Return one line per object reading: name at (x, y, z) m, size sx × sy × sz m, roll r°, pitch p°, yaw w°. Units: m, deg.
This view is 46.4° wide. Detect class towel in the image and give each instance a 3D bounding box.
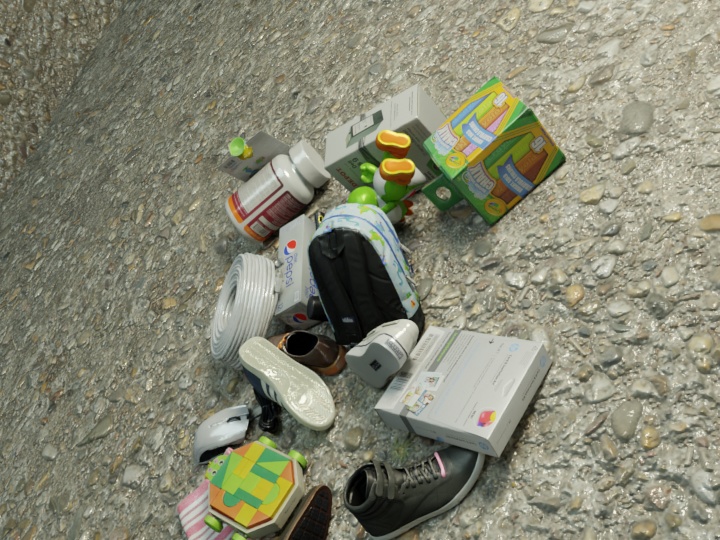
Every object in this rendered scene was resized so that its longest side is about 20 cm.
towel at (-0.216, 0.391, 1.310) m, size 0.147 × 0.030 × 0.200 m, roll -48°, pitch 38°, yaw 5°

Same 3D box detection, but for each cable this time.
cable at (-0.207, 0.070, 1.475) m, size 0.199 × 0.068 × 0.204 m, roll -11°, pitch 64°, yaw 67°

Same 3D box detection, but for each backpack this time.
backpack at (0.000, 0.000, 1.267) m, size 0.161 × 0.201 × 0.155 m, roll -10°, pitch 41°, yaw 32°

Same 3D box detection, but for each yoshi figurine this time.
yoshi figurine at (0.027, -0.130, 1.355) m, size 0.112 × 0.201 × 0.112 m, roll 41°, pitch 63°, yaw 17°

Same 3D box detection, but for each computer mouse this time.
computer mouse at (-0.219, 0.261, 1.408) m, size 0.198 × 0.044 × 0.111 m, roll -33°, pitch 42°, yaw 21°

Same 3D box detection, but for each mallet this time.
mallet at (-0.071, -0.008, 1.413) m, size 0.041 × 0.065 × 0.204 m, roll 128°, pitch 135°, yaw -56°

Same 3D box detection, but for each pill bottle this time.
pill bottle at (-0.159, -0.153, 1.631) m, size 0.199 × 0.109 × 0.110 m, roll -38°, pitch 39°, yaw 15°

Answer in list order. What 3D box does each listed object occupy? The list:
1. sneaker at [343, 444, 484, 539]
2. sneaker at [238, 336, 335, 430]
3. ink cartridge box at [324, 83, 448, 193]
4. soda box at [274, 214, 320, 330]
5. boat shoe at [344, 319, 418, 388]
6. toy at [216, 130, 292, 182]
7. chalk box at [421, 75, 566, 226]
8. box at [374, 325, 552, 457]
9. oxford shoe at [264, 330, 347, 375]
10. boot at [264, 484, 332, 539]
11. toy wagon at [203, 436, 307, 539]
sneaker at (0.063, 0.268, 1.073) m, size 0.199 × 0.099 × 0.071 m, roll -37°, pitch 38°, yaw 14°
sneaker at (-0.114, 0.191, 1.337) m, size 0.075 × 0.085 × 0.199 m, roll -35°, pitch 60°, yaw -26°
ink cartridge box at (0.056, -0.201, 1.425) m, size 0.198 × 0.146 × 0.085 m, roll -24°, pitch 45°, yaw 31°
soda box at (-0.103, 0.003, 1.480) m, size 0.063 × 0.068 × 0.203 m, roll -28°, pitch 42°, yaw 28°
boat shoe at (0.032, 0.114, 1.210) m, size 0.066 × 0.072 × 0.200 m, roll -45°, pitch -5°, yaw -22°
toy at (-0.193, -0.223, 1.652) m, size 0.114 × 0.199 × 0.048 m, roll -37°, pitch 71°, yaw 15°
chalk box at (0.186, -0.167, 1.285) m, size 0.200 × 0.124 × 0.125 m, roll -43°, pitch 38°, yaw 11°
box at (0.134, 0.152, 1.114) m, size 0.198 × 0.041 × 0.157 m, roll 3°, pitch 48°, yaw 47°
oxford shoe at (-0.110, 0.123, 1.385) m, size 0.198 × 0.073 × 0.072 m, roll -4°, pitch 57°, yaw 44°
boot at (-0.114, 0.385, 1.177) m, size 0.096 × 0.075 × 0.203 m, roll 11°, pitch 70°, yaw 45°
toy wagon at (-0.176, 0.326, 1.276) m, size 0.198 × 0.040 × 0.156 m, roll 14°, pitch 58°, yaw 40°
